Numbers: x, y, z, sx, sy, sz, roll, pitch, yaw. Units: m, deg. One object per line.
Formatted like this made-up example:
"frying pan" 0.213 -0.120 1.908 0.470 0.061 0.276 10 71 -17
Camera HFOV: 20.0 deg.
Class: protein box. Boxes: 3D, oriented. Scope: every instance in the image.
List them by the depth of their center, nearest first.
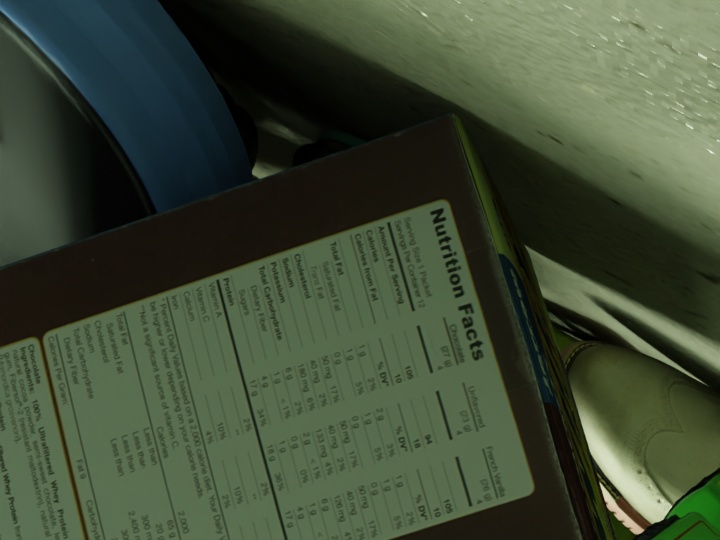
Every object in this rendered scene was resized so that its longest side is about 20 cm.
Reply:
"protein box" -0.029 0.066 0.665 0.199 0.198 0.136 49 -156 -74

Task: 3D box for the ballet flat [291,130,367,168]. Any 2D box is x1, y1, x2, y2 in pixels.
"ballet flat" 0.000 0.000 0.817 0.068 0.069 0.200 28 175 10

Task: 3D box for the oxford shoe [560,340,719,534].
"oxford shoe" 0.163 0.085 0.799 0.199 0.071 0.074 33 150 -14

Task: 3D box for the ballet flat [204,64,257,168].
"ballet flat" -0.083 -0.067 0.802 0.057 0.066 0.200 60 178 18

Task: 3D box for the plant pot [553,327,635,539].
"plant pot" 0.053 0.116 0.976 0.199 0.200 0.181 33 -178 -43

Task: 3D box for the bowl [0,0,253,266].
"bowl" -0.126 -0.061 0.700 0.200 0.039 0.201 31 152 18

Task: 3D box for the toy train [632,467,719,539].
"toy train" 0.122 0.083 0.612 0.056 0.042 0.199 44 -152 16
